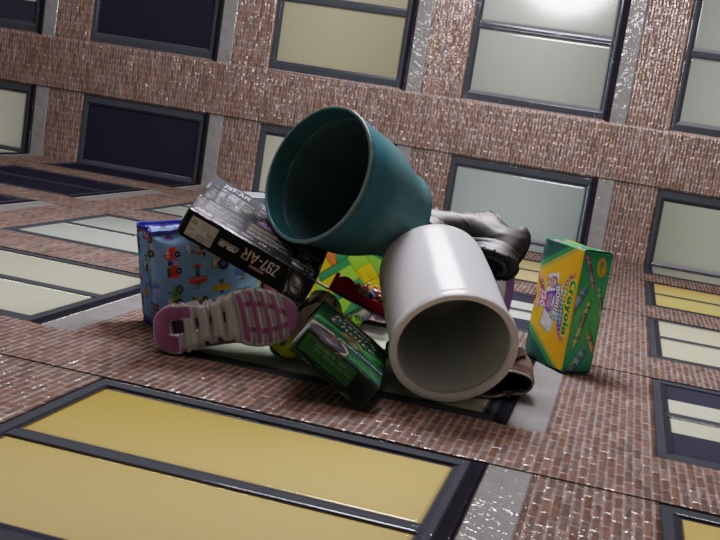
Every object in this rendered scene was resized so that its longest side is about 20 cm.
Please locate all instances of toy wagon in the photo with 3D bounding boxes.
[{"bbox_3d":[0.000,0.000,1.856,0.200,0.155,0.040,-31,-22,-2],"label":"toy wagon"}]

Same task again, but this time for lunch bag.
[{"bbox_3d":[-0.224,-0.002,1.680,0.199,0.151,0.094,-7,14,-23],"label":"lunch bag"}]

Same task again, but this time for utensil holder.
[{"bbox_3d":[0.112,0.051,1.530,0.169,0.171,0.200,7,31,-11],"label":"utensil holder"}]

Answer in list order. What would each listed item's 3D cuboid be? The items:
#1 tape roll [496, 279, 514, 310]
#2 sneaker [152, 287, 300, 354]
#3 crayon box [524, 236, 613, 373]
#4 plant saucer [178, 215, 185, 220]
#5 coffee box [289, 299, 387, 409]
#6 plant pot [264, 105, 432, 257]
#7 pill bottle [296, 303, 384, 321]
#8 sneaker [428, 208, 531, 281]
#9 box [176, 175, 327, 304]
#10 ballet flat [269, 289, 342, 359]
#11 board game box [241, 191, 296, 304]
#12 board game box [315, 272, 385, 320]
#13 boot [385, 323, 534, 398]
[{"bbox_3d":[0.174,0.040,1.760,0.065,0.201,0.200,12,9,28],"label":"tape roll"},{"bbox_3d":[-0.182,0.069,1.555,0.199,0.081,0.088,-6,-2,1],"label":"sneaker"},{"bbox_3d":[0.337,0.056,1.827,0.058,0.201,0.119,6,9,-24],"label":"crayon box"},{"bbox_3d":[-0.252,-0.025,1.950,0.199,0.201,0.027,10,-34,8],"label":"plant saucer"},{"bbox_3d":[-0.025,0.105,1.480,0.123,0.044,0.200,41,9,-1],"label":"coffee box"},{"bbox_3d":[-0.003,-0.106,1.612,0.200,0.201,0.188,17,-5,44],"label":"plant pot"},{"bbox_3d":[-0.030,0.025,1.935,0.199,0.115,0.114,10,9,13],"label":"pill bottle"},{"bbox_3d":[0.161,-0.054,1.669,0.199,0.076,0.091,24,56,24],"label":"sneaker"},{"bbox_3d":[-0.146,-0.046,1.584,0.199,0.044,0.160,30,21,-6],"label":"box"},{"bbox_3d":[-0.067,0.066,1.641,0.067,0.067,0.200,35,31,8],"label":"ballet flat"},{"bbox_3d":[-0.167,-0.024,1.831,0.147,0.201,0.064,0,12,-43],"label":"board game box"},{"bbox_3d":[0.005,0.034,1.682,0.158,0.039,0.200,28,-1,-1],"label":"board game box"},{"bbox_3d":[0.146,0.134,1.600,0.199,0.071,0.146,-4,22,-10],"label":"boot"}]
